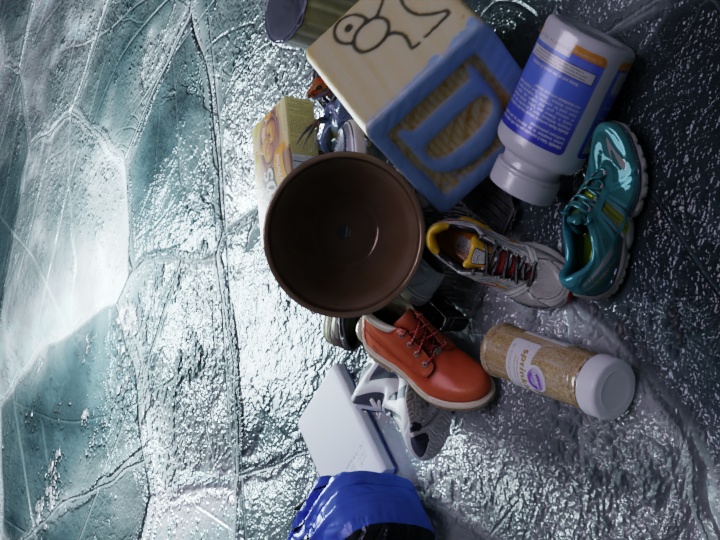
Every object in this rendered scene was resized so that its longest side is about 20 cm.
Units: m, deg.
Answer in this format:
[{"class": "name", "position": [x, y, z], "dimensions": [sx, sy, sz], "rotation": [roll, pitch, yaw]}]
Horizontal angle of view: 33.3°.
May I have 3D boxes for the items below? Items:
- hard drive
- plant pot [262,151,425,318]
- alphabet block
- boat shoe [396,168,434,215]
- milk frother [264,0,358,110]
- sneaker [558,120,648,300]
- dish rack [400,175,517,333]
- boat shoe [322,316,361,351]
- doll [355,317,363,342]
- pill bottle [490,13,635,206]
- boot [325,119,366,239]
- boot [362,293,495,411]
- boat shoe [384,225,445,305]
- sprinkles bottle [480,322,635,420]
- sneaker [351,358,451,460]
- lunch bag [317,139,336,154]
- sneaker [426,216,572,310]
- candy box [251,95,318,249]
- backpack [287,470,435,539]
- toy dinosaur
[{"class": "hard drive", "position": [-0.023, 0.252, 1.732], "dimensions": [0.133, 0.025, 0.201], "rotation": [-59, 40, 30]}, {"class": "plant pot", "position": [-0.021, -0.046, 1.496], "dimensions": [0.093, 0.198, 0.204], "rotation": [-102, 24, -85]}, {"class": "alphabet block", "position": [0.083, -0.231, 1.490], "dimensions": [0.195, 0.196, 0.201], "rotation": [-39, 45, 6]}, {"class": "boat shoe", "position": [0.076, -0.099, 1.638], "dimensions": [0.068, 0.072, 0.202], "rotation": [38, 109, 29]}, {"class": "milk frother", "position": [-0.058, -0.335, 1.776], "dimensions": [0.180, 0.186, 0.203], "rotation": [34, 111, 54]}, {"class": "sneaker", "position": [0.265, -0.069, 1.337], "dimensions": [0.077, 0.079, 0.203], "rotation": [5, 86, 56]}, {"class": "dish rack", "position": [0.122, -0.034, 1.562], "dimensions": [0.154, 0.054, 0.202], "rotation": [47, 121, 48]}, {"class": "boat shoe", "position": [-0.004, 0.018, 1.726], "dimensions": [0.066, 0.071, 0.204], "rotation": [25, 109, 49]}, {"class": "doll", "position": [0.000, 0.000, 1.632], "dimensions": [0.136, 0.048, 0.203], "rotation": [143, 123, -64]}, {"class": "pill bottle", "position": [0.226, -0.182, 1.392], "dimensions": [0.112, 0.111, 0.202], "rotation": [49, 122, 48]}, {"class": "boot", "position": [-0.045, -0.097, 1.568], "dimensions": [0.073, 0.089, 0.203], "rotation": [-161, 75, -75]}, {"class": "boot", "position": [0.080, 0.100, 1.501], "dimensions": [0.198, 0.075, 0.108], "rotation": [28, 151, 25]}, {"class": "boat shoe", "position": [0.059, -0.051, 1.562], "dimensions": [0.072, 0.069, 0.202], "rotation": [-45, 52, 29]}, {"class": "sprinkles bottle", "position": [0.221, 0.112, 1.372], "dimensions": [0.199, 0.067, 0.069], "rotation": [18, 97, 56]}, {"class": "sneaker", "position": [0.048, 0.181, 1.600], "dimensions": [0.130, 0.079, 0.201], "rotation": [-48, 46, 40]}, {"class": "lunch bag", "position": [-0.053, -0.093, 1.816], "dimensions": [0.162, 0.075, 0.201], "rotation": [-64, 37, 27]}, {"class": "sneaker", "position": [0.163, -0.006, 1.435], "dimensions": [0.198, 0.082, 0.079], "rotation": [21, 100, 27]}, {"class": "candy box", "position": [-0.109, -0.142, 1.794], "dimensions": [0.115, 0.055, 0.203], "rotation": [-36, 56, 52]}, {"class": "backpack", "position": [-0.011, 0.347, 1.574], "dimensions": [0.201, 0.161, 0.169], "rotation": [-58, 40, 32]}, {"class": "toy dinosaur", "position": [-0.037, -0.214, 1.685], "dimensions": [0.201, 0.103, 0.183], "rotation": [-90, 3, -51]}]
